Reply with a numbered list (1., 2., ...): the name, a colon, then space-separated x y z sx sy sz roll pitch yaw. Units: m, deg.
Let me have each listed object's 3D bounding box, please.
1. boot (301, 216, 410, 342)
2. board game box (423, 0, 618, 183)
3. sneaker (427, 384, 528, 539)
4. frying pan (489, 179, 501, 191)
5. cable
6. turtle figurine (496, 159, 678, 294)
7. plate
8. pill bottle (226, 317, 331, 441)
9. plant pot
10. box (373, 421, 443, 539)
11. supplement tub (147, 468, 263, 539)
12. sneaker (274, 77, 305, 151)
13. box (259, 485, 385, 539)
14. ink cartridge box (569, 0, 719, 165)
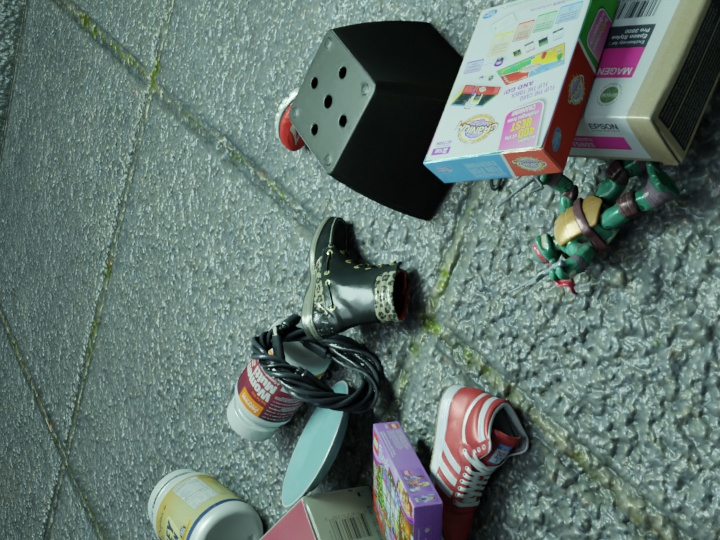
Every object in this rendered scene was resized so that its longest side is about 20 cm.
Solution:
1. boot: 0.001 0.002 1.195 0.152 0.074 0.206 -11 53 28
2. board game box: 0.160 -0.188 0.835 0.152 0.040 0.202 1 64 49
3. sneaker: 0.142 0.246 1.006 0.112 0.071 0.203 2 88 54
4. frying pan: 0.191 -0.197 0.991 0.114 0.031 0.192 -7 110 31
5. cable: -0.059 0.133 1.177 0.199 0.163 0.051 36 116 25
6. turtle figurine: 0.234 -0.059 0.882 0.200 0.100 0.151 -38 51 31
7. plate: -0.060 0.259 1.225 0.201 0.025 0.201 -57 12 20
8. pill bottle: -0.134 0.178 1.318 0.201 0.109 0.110 -56 49 33
9. plant pot: 0.025 -0.209 1.087 0.200 0.176 0.201 -58 47 31
10. box: 0.056 0.301 1.053 0.200 0.039 0.139 -126 34 -68
11. supplement tub: -0.277 0.443 1.455 0.199 0.143 0.146 16 101 50
12. sneaker: -0.065 -0.250 1.281 0.200 0.076 0.085 -50 58 38
13. box: -0.065 0.415 1.208 0.200 0.127 0.110 -51 52 37
14. ink cartridge box: 0.253 -0.200 0.839 0.199 0.075 0.166 13 71 50
